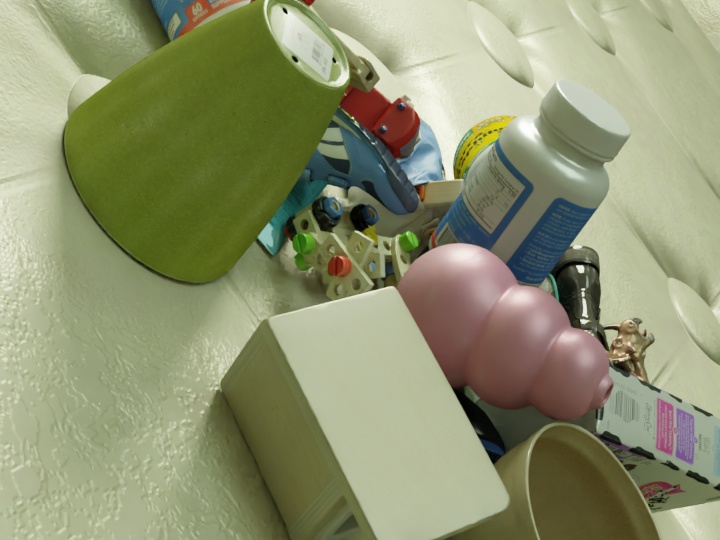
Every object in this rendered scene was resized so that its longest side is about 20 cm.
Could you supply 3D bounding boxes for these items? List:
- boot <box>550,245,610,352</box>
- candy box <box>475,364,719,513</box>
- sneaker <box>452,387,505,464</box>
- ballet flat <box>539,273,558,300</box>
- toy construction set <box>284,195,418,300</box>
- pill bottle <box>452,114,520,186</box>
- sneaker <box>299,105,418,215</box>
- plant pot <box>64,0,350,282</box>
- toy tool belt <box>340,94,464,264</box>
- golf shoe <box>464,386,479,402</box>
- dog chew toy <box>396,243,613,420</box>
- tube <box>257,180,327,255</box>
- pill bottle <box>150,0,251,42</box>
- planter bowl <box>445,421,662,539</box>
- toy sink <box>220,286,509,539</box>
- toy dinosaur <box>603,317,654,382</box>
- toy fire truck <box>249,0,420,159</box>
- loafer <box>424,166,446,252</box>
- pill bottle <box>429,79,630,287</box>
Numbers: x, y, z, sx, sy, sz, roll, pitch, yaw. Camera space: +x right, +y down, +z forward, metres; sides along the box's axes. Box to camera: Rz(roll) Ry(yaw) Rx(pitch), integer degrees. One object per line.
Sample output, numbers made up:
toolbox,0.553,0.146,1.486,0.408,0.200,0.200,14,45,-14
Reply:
boot,0.221,0.093,1.482,0.201,0.068,0.175,85,5,-47
candy box,0.233,0.167,1.355,0.199,0.167,0.072,25,59,-31
sneaker,0.051,0.129,1.273,0.199,0.070,0.078,35,19,-31
ballet flat,0.157,0.040,1.501,0.200,0.066,0.069,96,-20,-74
toy construction set,0.000,0.000,1.306,0.200,0.091,0.132,28,38,-66
pill bottle,0.155,-0.101,1.499,0.113,0.113,0.200,46,11,-13
sneaker,-0.033,-0.110,1.317,0.199,0.082,0.074,40,7,3
plant pot,-0.106,-0.124,1.161,0.186,0.200,0.188,35,33,-27
toy tool belt,0.046,-0.112,1.474,0.124,0.123,0.202,28,36,-39
golf shoe,0.133,0.088,1.413,0.200,0.091,0.076,44,27,-19
dog chew toy,0.124,0.060,1.228,0.199,0.126,0.124,27,20,21
tube,-0.063,-0.090,1.366,0.077,0.050,0.200,44,38,-3
pill bottle,-0.160,-0.296,1.382,0.112,0.112,0.201,0,56,-57
planter bowl,0.150,0.246,1.199,0.200,0.134,0.202,35,39,-34
toy sink,0.000,0.134,1.098,0.129,0.112,0.201,-14,65,-36
toy dinosaur,0.273,0.152,1.574,0.136,0.086,0.200,45,44,8
toy fire truck,-0.019,-0.188,1.337,0.200,0.049,0.141,41,-12,-5
loafer,0.076,-0.107,1.578,0.071,0.063,0.202,23,40,-41
pill bottle,0.159,-0.070,1.322,0.111,0.201,0.113,28,26,-15
